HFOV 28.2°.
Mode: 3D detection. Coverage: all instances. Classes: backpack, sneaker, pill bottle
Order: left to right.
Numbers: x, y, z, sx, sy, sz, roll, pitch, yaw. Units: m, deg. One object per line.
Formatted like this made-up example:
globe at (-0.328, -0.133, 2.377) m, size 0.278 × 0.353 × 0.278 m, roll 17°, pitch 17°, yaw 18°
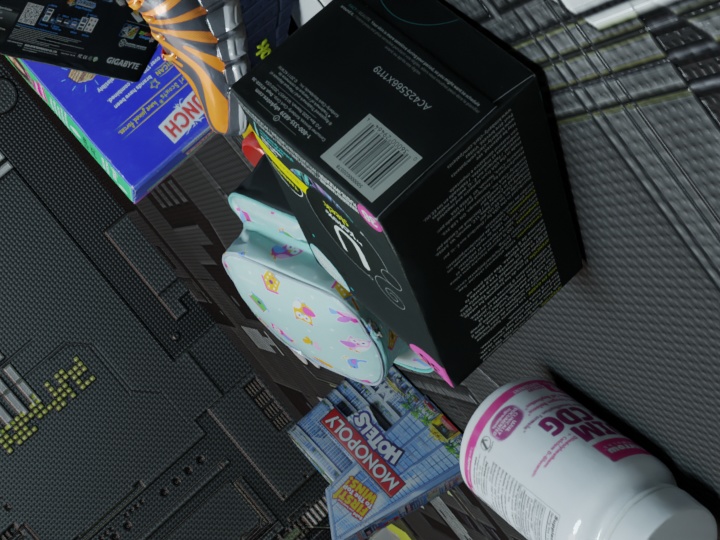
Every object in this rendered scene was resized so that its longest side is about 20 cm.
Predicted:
sneaker at (-0.133, -0.170, 0.883) m, size 0.078 × 0.111 × 0.202 m, roll -113°, pitch 10°, yaw -62°
sneaker at (-0.096, -0.193, 1.083) m, size 0.082 × 0.074 × 0.200 m, roll 50°, pitch 167°, yaw 17°
backpack at (0.000, 0.000, 1.130) m, size 0.175 × 0.154 × 0.200 m, roll 18°, pitch 162°, yaw 34°
pill bottle at (0.178, 0.177, 1.131) m, size 0.200 × 0.113 × 0.114 m, roll 36°, pitch 163°, yaw 48°

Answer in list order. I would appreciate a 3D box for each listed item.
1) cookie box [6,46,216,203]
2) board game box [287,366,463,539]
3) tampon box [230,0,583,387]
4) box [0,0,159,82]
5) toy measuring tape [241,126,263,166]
cookie box at (-0.194, -0.190, 1.218) m, size 0.200 × 0.171 × 0.075 m, roll 49°, pitch 171°, yaw 1°
board game box at (0.010, 0.226, 1.705) m, size 0.200 × 0.200 × 0.062 m, roll 44°, pitch 169°, yaw 20°
tampon box at (0.034, -0.055, 0.893) m, size 0.150 × 0.126 × 0.201 m, roll 42°, pitch 167°, yaw 34°
box at (-0.182, -0.212, 0.928) m, size 0.046 × 0.160 × 0.199 m, roll 41°, pitch -161°, yaw 26°
toy measuring tape at (-0.059, -0.127, 1.183) m, size 0.074 × 0.073 × 0.200 m, roll 48°, pitch 160°, yaw 2°
